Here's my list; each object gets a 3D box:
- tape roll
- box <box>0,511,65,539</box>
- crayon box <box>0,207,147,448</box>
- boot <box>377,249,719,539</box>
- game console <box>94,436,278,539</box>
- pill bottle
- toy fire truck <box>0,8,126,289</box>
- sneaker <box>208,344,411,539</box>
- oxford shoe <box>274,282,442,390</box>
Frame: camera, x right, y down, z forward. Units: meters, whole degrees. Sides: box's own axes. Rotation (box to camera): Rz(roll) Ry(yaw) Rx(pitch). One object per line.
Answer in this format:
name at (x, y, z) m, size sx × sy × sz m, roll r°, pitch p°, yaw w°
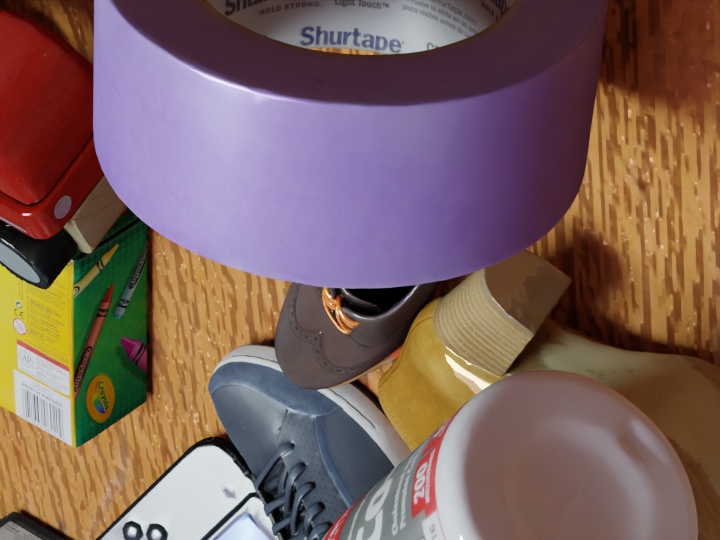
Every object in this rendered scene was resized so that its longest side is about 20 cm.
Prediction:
tape roll at (-0.005, -0.086, 1.087) m, size 0.199 × 0.200 × 0.085 m, roll 27°, pitch 133°, yaw 28°
box at (-0.135, 0.245, 1.545) m, size 0.199 × 0.051 × 0.158 m, roll 27°, pitch 133°, yaw 28°
crayon box at (-0.201, -0.007, 1.431) m, size 0.199 × 0.058 × 0.119 m, roll 27°, pitch 132°, yaw 28°
boot at (0.103, 0.084, 1.213) m, size 0.201 × 0.071 × 0.144 m, roll 42°, pitch 149°, yaw 6°
game console at (-0.081, 0.215, 1.379) m, size 0.172 × 0.119 × 0.200 m, roll -44°, pitch 84°, yaw 21°
pill bottle at (0.045, 0.130, 1.154) m, size 0.114 × 0.114 × 0.200 m, roll 50°, pitch 144°, yaw 5°
toy fire truck at (-0.193, -0.114, 1.283) m, size 0.175 × 0.129 × 0.200 m, roll 27°, pitch 162°, yaw 28°
sneaker at (-0.029, 0.134, 1.301) m, size 0.202 × 0.146 × 0.077 m, roll 44°, pitch 140°, yaw 14°
oxford shoe at (0.000, 0.000, 1.236) m, size 0.071 × 0.072 × 0.200 m, roll 46°, pitch 139°, yaw 8°
